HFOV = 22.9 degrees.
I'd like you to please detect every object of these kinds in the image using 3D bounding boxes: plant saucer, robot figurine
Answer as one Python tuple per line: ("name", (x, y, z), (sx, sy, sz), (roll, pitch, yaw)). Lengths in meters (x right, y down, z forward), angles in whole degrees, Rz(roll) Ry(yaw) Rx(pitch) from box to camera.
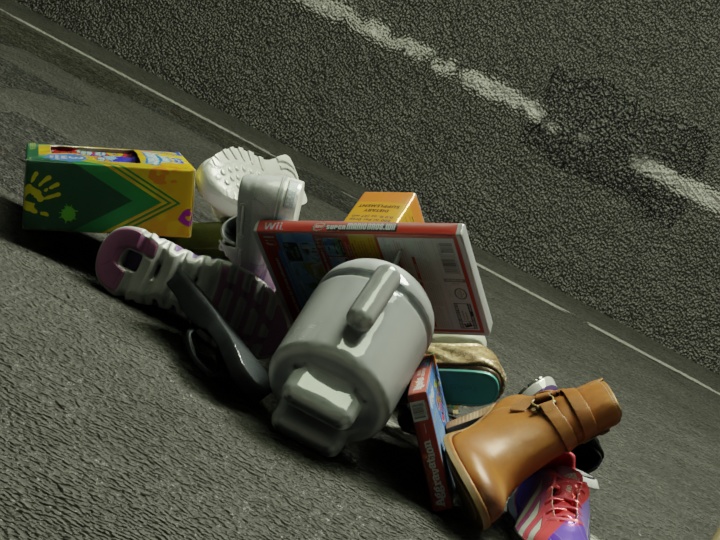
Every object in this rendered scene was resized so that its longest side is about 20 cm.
("plant saucer", (-0.124, -0.033, 1.894), (0.199, 0.031, 0.200), (1, -2, 0))
("robot figurine", (-0.005, 0.067, 1.540), (0.113, 0.170, 0.200), (30, 46, 3))

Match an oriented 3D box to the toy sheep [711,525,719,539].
("toy sheep", (0.260, 0.262, 1.270), (0.200, 0.138, 0.138), (33, 9, 11))

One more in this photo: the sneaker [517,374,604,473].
("sneaker", (0.206, 0.182, 1.800), (0.088, 0.076, 0.200), (47, -2, 27))

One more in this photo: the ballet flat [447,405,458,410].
("ballet flat", (0.043, 0.098, 1.883), (0.069, 0.063, 0.200), (19, 10, -45))

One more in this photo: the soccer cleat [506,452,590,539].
("soccer cleat", (0.170, 0.208, 1.536), (0.068, 0.073, 0.200), (27, 8, -5))

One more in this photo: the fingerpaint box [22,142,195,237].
("fingerpaint box", (-0.260, -0.086, 1.814), (0.166, 0.074, 0.200), (3, 8, -10))

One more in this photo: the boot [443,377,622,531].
("boot", (0.153, 0.147, 1.535), (0.154, 0.074, 0.200), (-18, 17, 6))

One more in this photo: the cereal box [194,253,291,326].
("cereal box", (-0.125, 0.030, 1.864), (0.144, 0.040, 0.200), (30, 8, 19))

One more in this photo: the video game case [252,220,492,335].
("video game case", (0.013, 0.007, 1.641), (0.199, 0.017, 0.143), (1, -40, 19))

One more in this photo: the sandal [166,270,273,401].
("sandal", (-0.130, 0.067, 1.589), (0.076, 0.043, 0.200), (50, -3, -31))

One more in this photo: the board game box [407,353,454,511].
("board game box", (0.065, 0.140, 1.583), (0.019, 0.103, 0.200), (-12, 5, 6))

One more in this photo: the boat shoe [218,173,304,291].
("boat shoe", (-0.101, -0.031, 1.706), (0.068, 0.072, 0.200), (17, -23, -2))

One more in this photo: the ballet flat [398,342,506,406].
("ballet flat", (0.041, 0.094, 1.718), (0.199, 0.071, 0.065), (8, 28, 1))

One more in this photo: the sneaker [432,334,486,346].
("sneaker", (0.035, 0.055, 1.833), (0.199, 0.085, 0.075), (2, -42, 12))

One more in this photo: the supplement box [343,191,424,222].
("supplement box", (0.000, 0.000, 1.805), (0.066, 0.069, 0.200), (2, 39, 27))

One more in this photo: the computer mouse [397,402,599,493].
("computer mouse", (0.136, 0.183, 1.721), (0.200, 0.044, 0.110), (25, 1, 31))

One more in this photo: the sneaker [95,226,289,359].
("sneaker", (-0.155, 0.020, 1.720), (0.200, 0.081, 0.088), (27, 0, 8))

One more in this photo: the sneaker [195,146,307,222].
("sneaker", (-0.127, -0.077, 1.831), (0.200, 0.080, 0.077), (6, 66, -68))
